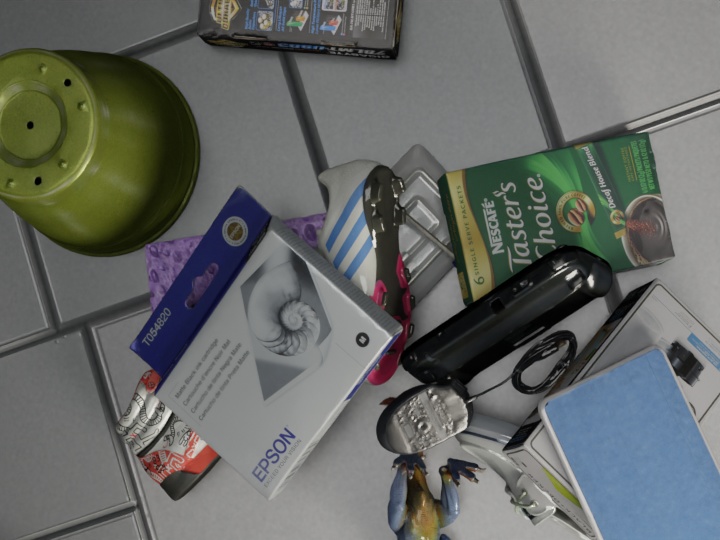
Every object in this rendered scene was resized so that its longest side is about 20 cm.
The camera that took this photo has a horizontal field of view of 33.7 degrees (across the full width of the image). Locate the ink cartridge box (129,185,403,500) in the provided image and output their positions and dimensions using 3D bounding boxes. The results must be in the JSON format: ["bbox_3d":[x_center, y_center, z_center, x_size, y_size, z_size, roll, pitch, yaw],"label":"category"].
[{"bbox_3d":[-0.095,0.063,1.052,0.199,0.041,0.201,40,108,11],"label":"ink cartridge box"}]

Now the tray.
[{"bbox_3d":[0.024,-0.014,1.115,0.107,0.022,0.200,44,85,-1],"label":"tray"}]

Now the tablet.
[{"bbox_3d":[0.241,0.177,0.991,0.129,0.014,0.203,-22,83,-16],"label":"tablet"}]

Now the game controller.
[{"bbox_3d":[0.130,0.044,1.056,0.199,0.104,0.043,-35,67,25],"label":"game controller"}]

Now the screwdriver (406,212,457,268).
[{"bbox_3d":[0.074,-0.019,1.096,0.199,0.028,0.029,35,59,-13],"label":"screwdriver"}]

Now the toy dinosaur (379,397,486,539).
[{"bbox_3d":[0.067,0.252,1.104,0.103,0.201,0.184,2,122,-8],"label":"toy dinosaur"}]

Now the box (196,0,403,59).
[{"bbox_3d":[-0.051,-0.314,1.147,0.195,0.050,0.204,5,88,9],"label":"box"}]

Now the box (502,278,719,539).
[{"bbox_3d":[0.232,0.121,1.040,0.117,0.060,0.200,44,73,0],"label":"box"}]

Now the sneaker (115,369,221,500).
[{"bbox_3d":[-0.144,0.112,1.131,0.108,0.067,0.201,45,96,5],"label":"sneaker"}]

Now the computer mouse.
[{"bbox_3d":[0.103,0.105,1.060,0.198,0.034,0.059,-25,110,0],"label":"computer mouse"}]

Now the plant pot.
[{"bbox_3d":[-0.269,-0.121,1.097,0.197,0.193,0.204,0,87,8],"label":"plant pot"}]

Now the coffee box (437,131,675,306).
[{"bbox_3d":[0.178,-0.047,1.081,0.196,0.044,0.125,-11,86,-7],"label":"coffee box"}]

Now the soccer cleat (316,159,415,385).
[{"bbox_3d":[0.000,0.000,1.076,0.085,0.069,0.204,8,104,38],"label":"soccer cleat"}]

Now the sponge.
[{"bbox_3d":[-0.107,0.015,1.149,0.196,0.030,0.114,-9,87,8],"label":"sponge"}]

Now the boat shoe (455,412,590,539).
[{"bbox_3d":[0.168,0.198,1.073,0.198,0.074,0.067,26,73,8],"label":"boat shoe"}]
